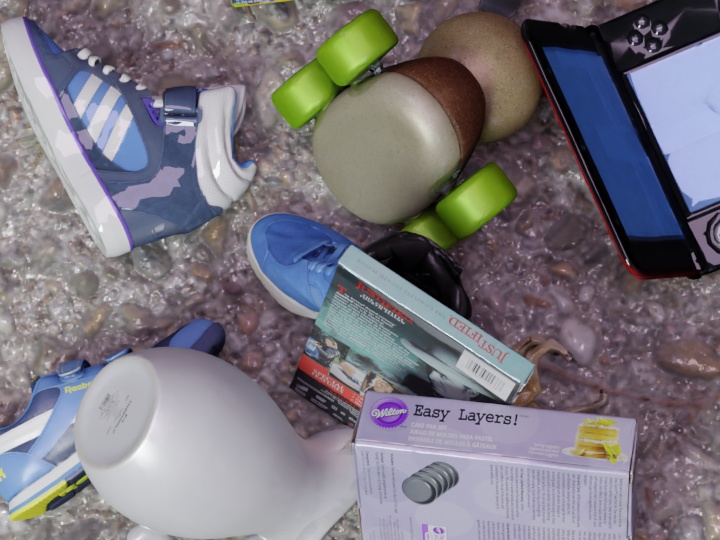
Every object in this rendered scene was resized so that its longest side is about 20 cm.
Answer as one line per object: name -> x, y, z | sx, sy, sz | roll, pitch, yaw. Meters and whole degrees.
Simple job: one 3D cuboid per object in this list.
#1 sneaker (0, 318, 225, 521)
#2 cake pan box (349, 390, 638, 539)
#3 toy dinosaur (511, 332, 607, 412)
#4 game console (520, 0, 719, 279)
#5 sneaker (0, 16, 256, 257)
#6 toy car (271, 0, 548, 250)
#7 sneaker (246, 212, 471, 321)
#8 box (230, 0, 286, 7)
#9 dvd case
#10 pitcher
sneaker -> -0.185, 0.089, 1.694 | 0.200, 0.074, 0.082 | -37, 77, -6
cake pan box -> 0.093, 0.166, 1.600 | 0.183, 0.201, 0.052 | 6, 49, 12
toy dinosaur -> 0.105, 0.091, 1.686 | 0.200, 0.058, 0.101 | 41, 84, 10
game console -> 0.225, -0.104, 1.689 | 0.172, 0.119, 0.201 | -23, 79, -2
sneaker -> -0.159, -0.118, 1.737 | 0.146, 0.081, 0.201 | -26, 75, -11
toy car -> 0.071, -0.126, 1.713 | 0.200, 0.158, 0.165 | -39, 91, -31
sneaker -> 0.001, -0.001, 1.663 | 0.077, 0.111, 0.200 | -36, 62, -26
box -> -0.002, -0.247, 1.746 | 0.199, 0.070, 0.065 | -6, 52, 2
dvd case -> 0.031, 0.072, 1.616 | 0.146, 0.200, 0.022 | 33, 63, 6
pitcher -> -0.106, 0.150, 1.624 | 0.121, 0.200, 0.172 | 26, 88, 48
